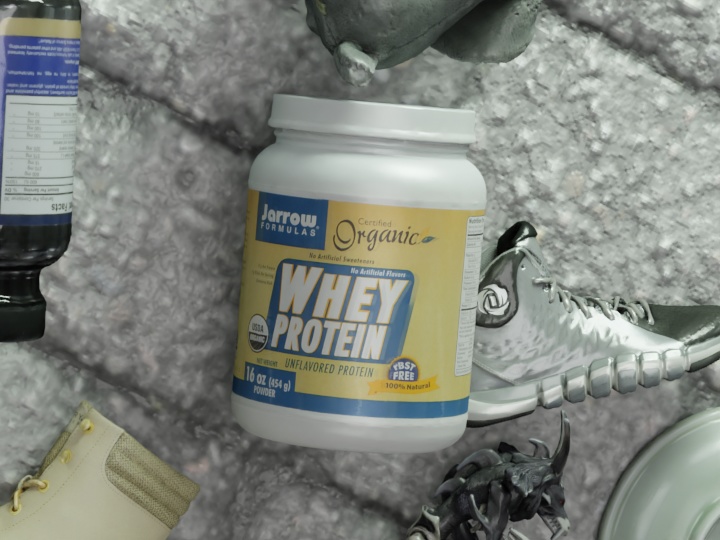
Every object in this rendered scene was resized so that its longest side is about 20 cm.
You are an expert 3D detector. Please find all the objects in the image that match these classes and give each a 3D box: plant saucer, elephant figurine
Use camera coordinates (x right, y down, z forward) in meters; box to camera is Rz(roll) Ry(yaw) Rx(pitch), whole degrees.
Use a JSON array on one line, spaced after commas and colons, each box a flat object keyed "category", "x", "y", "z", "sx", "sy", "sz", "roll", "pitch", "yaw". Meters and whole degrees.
[{"category": "plant saucer", "x": 0.252, "y": 0.188, "z": 1.707, "sx": 0.199, "sy": 0.050, "sz": 0.202, "roll": -1, "pitch": 95, "yaw": -14}, {"category": "elephant figurine", "x": 0.064, "y": -0.196, "z": 1.574, "sx": 0.199, "sy": 0.141, "sz": 0.156, "roll": -10, "pitch": 92, "yaw": -9}]

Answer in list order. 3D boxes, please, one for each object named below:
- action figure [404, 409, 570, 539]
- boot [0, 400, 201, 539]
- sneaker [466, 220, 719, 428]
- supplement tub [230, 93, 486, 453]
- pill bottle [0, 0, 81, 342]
[{"category": "action figure", "x": 0.068, "y": 0.176, "z": 1.627, "sx": 0.200, "sy": 0.119, "sz": 0.102, "roll": -38, "pitch": 101, "yaw": 5}, {"category": "boot", "x": -0.210, "y": 0.141, "z": 1.576, "sx": 0.199, "sy": 0.073, "sz": 0.156, "roll": 30, "pitch": 84, "yaw": -8}, {"category": "sneaker", "x": 0.136, "y": 0.020, "z": 1.650, "sx": 0.199, "sy": 0.075, "sz": 0.116, "roll": -15, "pitch": 96, "yaw": -11}, {"category": "supplement tub", "x": 0.000, "y": 0.000, "z": 1.576, "sx": 0.144, "sy": 0.145, "sz": 0.202, "roll": 3, "pitch": 95, "yaw": -14}, {"category": "pill bottle", "x": -0.220, "y": -0.063, "z": 1.532, "sx": 0.111, "sy": 0.112, "sz": 0.202, "roll": 3, "pitch": 95, "yaw": -14}]
